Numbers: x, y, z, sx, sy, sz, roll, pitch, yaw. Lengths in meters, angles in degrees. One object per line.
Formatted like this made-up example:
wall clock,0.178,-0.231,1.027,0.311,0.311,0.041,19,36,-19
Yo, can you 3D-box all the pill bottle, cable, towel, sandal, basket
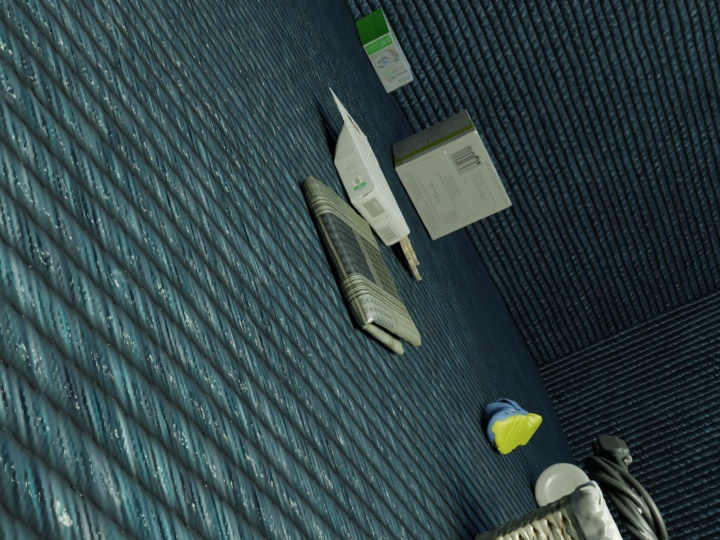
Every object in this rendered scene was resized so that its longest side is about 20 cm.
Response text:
pill bottle,0.428,0.473,1.829,0.200,0.112,0.112,52,16,-51
cable,0.269,0.251,0.890,0.200,0.051,0.163,-2,72,-82
towel,0.000,0.000,1.059,0.193,0.035,0.200,66,12,21
sandal,0.250,0.266,1.580,0.087,0.080,0.200,35,5,22
basket,0.219,0.346,0.958,0.200,0.161,0.198,68,11,14

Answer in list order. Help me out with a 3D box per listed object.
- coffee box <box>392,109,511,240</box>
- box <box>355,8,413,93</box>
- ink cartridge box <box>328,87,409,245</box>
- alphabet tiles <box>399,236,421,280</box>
coffee box,0.206,-0.224,2.096,0.200,0.200,0.198,61,10,-21
box,0.074,-0.671,2.754,0.177,0.097,0.200,58,12,-36
ink cartridge box,-0.002,-0.154,1.356,0.200,0.050,0.161,65,9,28
alphabet tiles,0.059,-0.087,1.513,0.200,0.015,0.196,60,10,-61
